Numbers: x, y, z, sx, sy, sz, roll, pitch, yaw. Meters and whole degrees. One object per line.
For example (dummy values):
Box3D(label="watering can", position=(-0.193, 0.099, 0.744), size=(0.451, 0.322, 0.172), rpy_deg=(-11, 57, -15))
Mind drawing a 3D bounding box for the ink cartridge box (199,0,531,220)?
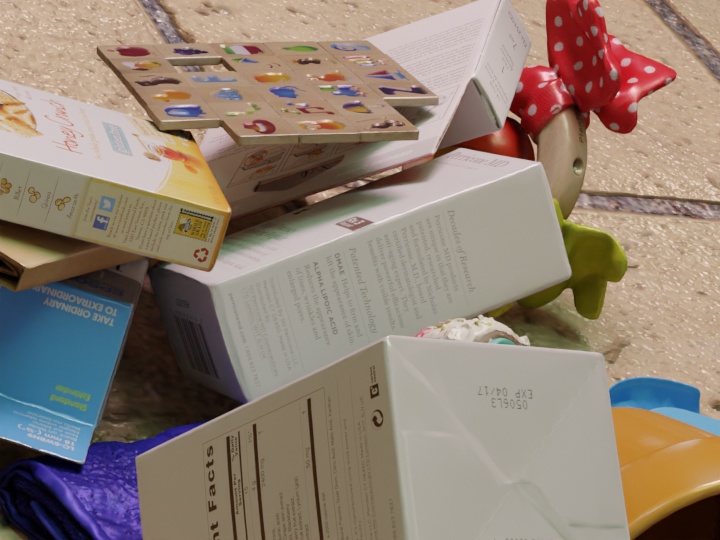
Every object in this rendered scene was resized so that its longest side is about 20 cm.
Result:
Box3D(label="ink cartridge box", position=(-0.011, -0.074, 1.494), size=(0.045, 0.199, 0.176), rpy_deg=(58, 32, -26))

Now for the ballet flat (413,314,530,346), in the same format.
Box3D(label="ballet flat", position=(0.087, 0.089, 1.321), size=(0.064, 0.200, 0.076), rpy_deg=(12, 57, 46))

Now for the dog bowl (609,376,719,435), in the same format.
Box3D(label="dog bowl", position=(0.220, 0.126, 1.437), size=(0.199, 0.050, 0.112), rpy_deg=(17, 29, -8))

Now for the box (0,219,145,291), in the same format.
Box3D(label="box", position=(-0.187, -0.043, 1.318), size=(0.163, 0.021, 0.200), rpy_deg=(26, 17, 19))

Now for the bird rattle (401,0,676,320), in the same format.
Box3D(label="bird rattle", position=(0.092, -0.071, 1.547), size=(0.163, 0.201, 0.112), rpy_deg=(5, -1, 37))

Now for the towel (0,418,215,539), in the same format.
Box3D(label="towel", position=(-0.060, 0.121, 1.252), size=(0.199, 0.050, 0.148), rpy_deg=(-9, 42, -43))

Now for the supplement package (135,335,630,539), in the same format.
Box3D(label="supplement package", position=(0.007, 0.115, 1.105), size=(0.121, 0.200, 0.120), rpy_deg=(5, 70, -35))

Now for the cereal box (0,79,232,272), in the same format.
Box3D(label="cereal box", position=(-0.172, -0.061, 1.279), size=(0.199, 0.040, 0.144), rpy_deg=(15, 16, -18))

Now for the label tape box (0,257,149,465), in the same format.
Box3D(label="label tape box", position=(-0.186, 0.013, 1.295), size=(0.144, 0.064, 0.200), rpy_deg=(18, 17, -5))

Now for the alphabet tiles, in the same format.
Box3D(label="alphabet tiles", position=(-0.045, -0.100, 1.417), size=(0.166, 0.008, 0.200), rpy_deg=(-2, 20, -17))

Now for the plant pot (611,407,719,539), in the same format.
Box3D(label="plant pot", position=(0.146, 0.156, 1.214), size=(0.199, 0.201, 0.183), rpy_deg=(11, 14, -19))

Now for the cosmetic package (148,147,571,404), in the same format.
Box3D(label="cosmetic package", position=(0.000, 0.000, 1.369), size=(0.199, 0.074, 0.102), rpy_deg=(-23, 15, -21))
